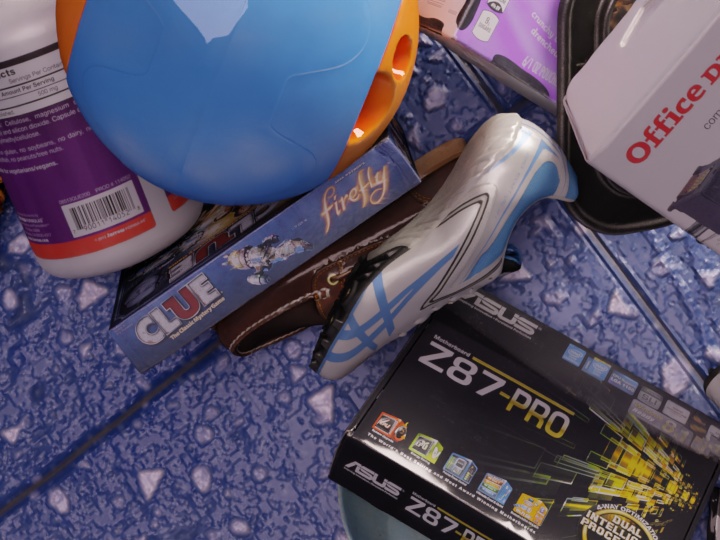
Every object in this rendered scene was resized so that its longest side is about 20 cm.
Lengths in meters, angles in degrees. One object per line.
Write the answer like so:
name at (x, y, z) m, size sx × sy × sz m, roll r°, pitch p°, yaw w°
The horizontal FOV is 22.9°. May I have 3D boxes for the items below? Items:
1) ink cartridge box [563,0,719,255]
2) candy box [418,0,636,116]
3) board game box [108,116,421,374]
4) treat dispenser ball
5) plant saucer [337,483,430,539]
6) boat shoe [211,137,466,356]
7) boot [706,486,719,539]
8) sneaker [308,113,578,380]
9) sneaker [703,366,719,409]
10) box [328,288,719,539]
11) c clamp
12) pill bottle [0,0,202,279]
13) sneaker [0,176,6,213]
ink cartridge box at (0.233, -0.079, 0.967) m, size 0.199 × 0.085 × 0.145 m, roll 31°, pitch 115°, yaw -20°
candy box at (0.141, -0.193, 1.031) m, size 0.167 × 0.071 × 0.201 m, roll 26°, pitch 94°, yaw -33°
board game box at (-0.059, -0.028, 1.073) m, size 0.199 × 0.136 × 0.035 m, roll -34°, pitch 107°, yaw 7°
treat dispenser ball at (-0.066, -0.137, 0.970) m, size 0.199 × 0.201 × 0.203 m, roll 0°, pitch 88°, yaw 10°
plant saucer at (0.079, 0.151, 1.046) m, size 0.200 × 0.201 × 0.039 m, roll 30°, pitch 136°, yaw 10°
boat shoe at (0.000, 0.000, 1.094) m, size 0.199 × 0.070 × 0.071 m, roll -34°, pitch 78°, yaw 7°
boot at (0.284, 0.212, 1.044) m, size 0.130 × 0.070 × 0.202 m, roll -19°, pitch 74°, yaw 12°
sneaker at (0.044, -0.001, 1.019) m, size 0.072 × 0.072 × 0.200 m, roll 40°, pitch 111°, yaw -10°
sneaker at (0.305, 0.059, 1.029) m, size 0.199 × 0.066 × 0.091 m, roll -28°, pitch 59°, yaw 12°
box at (0.103, 0.108, 1.032) m, size 0.199 × 0.161 × 0.049 m, roll 30°, pitch 133°, yaw 9°
c clamp at (0.188, -0.100, 1.030) m, size 0.169 × 0.027 × 0.202 m, roll -13°, pitch 114°, yaw -11°
pill bottle at (-0.178, -0.104, 1.078) m, size 0.111 × 0.113 × 0.202 m, roll -17°, pitch 109°, yaw 9°
sneaker at (-0.243, -0.084, 1.142) m, size 0.076 × 0.078 × 0.202 m, roll 6°, pitch 91°, yaw -1°
